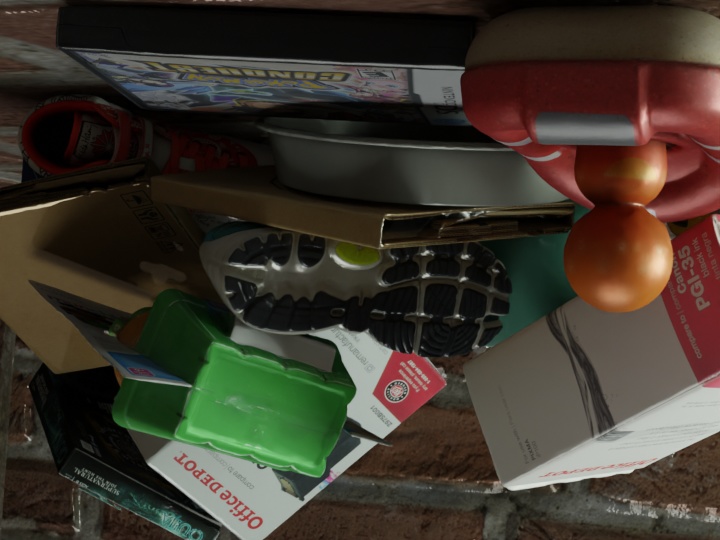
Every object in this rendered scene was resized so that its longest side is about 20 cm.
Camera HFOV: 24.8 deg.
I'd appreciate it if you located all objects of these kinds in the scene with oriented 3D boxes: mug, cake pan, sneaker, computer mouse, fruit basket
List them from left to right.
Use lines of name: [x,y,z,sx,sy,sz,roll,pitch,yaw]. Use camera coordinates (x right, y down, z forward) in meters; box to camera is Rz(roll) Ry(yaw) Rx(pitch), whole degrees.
computer mouse: [-0.160,0.113,1.326,0.200,0.034,0.059,25,172,6]
sneaker: [-0.126,-0.066,1.078,0.201,0.067,0.108,14,179,12]
fruit basket: [-0.095,0.051,1.023,0.185,0.094,0.200,20,-170,-30]
sneaker: [0.000,0.000,0.979,0.200,0.078,0.080,11,-169,-25]
cake pan: [0.038,-0.066,0.951,0.200,0.037,0.200,3,-170,0]
mug: [0.102,-0.023,1.075,0.185,0.115,0.152,-14,-160,-35]

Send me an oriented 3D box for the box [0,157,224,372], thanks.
box: [-0.177,0.003,1.100,0.163,0.021,0.200,-11,146,14]

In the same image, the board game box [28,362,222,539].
board game box: [-0.190,0.145,1.303,0.135,0.028,0.200,32,-176,-23]

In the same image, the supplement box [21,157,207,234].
supplement box: [-0.141,-0.029,1.312,0.200,0.134,0.200,6,176,-38]

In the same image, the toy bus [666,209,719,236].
toy bus: [0.272,-0.049,1.005,0.200,0.078,0.065,7,175,-44]

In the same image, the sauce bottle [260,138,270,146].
sauce bottle: [-0.006,-0.034,1.250,0.065,0.065,0.200,0,153,44]

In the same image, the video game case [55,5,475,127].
video game case: [-0.037,-0.104,0.856,0.200,0.026,0.181,3,177,6]

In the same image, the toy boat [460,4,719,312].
toy boat: [0.124,-0.045,0.776,0.130,0.131,0.200,3,176,20]

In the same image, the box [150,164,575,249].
box: [-0.001,-0.041,0.974,0.163,0.021,0.200,-6,-166,-44]

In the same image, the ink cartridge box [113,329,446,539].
ink cartridge box: [-0.059,0.092,1.228,0.146,0.200,0.083,47,-177,-42]

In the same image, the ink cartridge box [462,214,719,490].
ink cartridge box: [0.179,0.049,0.939,0.146,0.083,0.200,0,155,-45]
